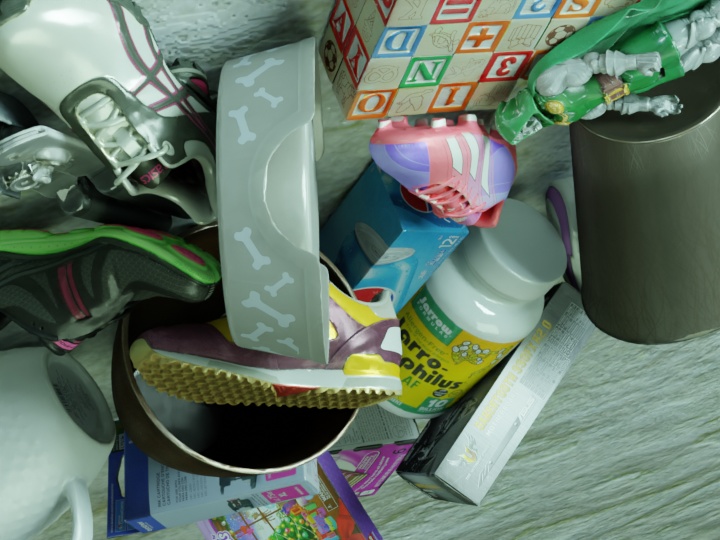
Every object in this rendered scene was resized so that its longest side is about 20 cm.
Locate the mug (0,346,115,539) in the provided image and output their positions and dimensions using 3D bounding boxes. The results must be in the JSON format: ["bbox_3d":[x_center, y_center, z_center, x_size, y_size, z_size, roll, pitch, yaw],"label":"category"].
[{"bbox_3d":[-0.274,0.163,1.030,0.175,0.200,0.148,-33,155,8],"label":"mug"}]

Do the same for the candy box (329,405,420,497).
[{"bbox_3d":[-0.056,0.189,1.364,0.200,0.061,0.136,-4,149,-27],"label":"candy box"}]

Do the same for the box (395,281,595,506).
[{"bbox_3d":[0.118,0.110,1.183,0.200,0.048,0.158,-55,-177,-11],"label":"box"}]

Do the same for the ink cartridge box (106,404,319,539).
[{"bbox_3d":[-0.136,0.153,1.158,0.200,0.119,0.042,-16,147,16],"label":"ink cartridge box"}]

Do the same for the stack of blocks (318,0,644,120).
[{"bbox_3d":[0.087,-0.159,0.844,0.200,0.059,0.115,-8,150,-23],"label":"stack of blocks"}]

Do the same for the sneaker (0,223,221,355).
[{"bbox_3d":[-0.177,0.014,0.886,0.200,0.084,0.077,-2,174,27],"label":"sneaker"}]

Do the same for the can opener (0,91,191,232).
[{"bbox_3d":[-0.171,-0.070,0.852,0.053,0.067,0.200,-28,164,16],"label":"can opener"}]

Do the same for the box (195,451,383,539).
[{"bbox_3d":[-0.089,0.201,1.236,0.137,0.200,0.039,-30,-173,17],"label":"box"}]

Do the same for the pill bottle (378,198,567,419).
[{"bbox_3d":[0.082,0.031,1.121,0.113,0.113,0.200,1,146,-34],"label":"pill bottle"}]

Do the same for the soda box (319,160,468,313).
[{"bbox_3d":[0.000,0.000,1.058,0.064,0.068,0.200,0,146,-33],"label":"soda box"}]

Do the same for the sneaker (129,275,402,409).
[{"bbox_3d":[-0.063,0.043,0.926,0.200,0.090,0.075,10,158,-31],"label":"sneaker"}]

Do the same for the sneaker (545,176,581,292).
[{"bbox_3d":[0.216,-0.024,1.150,0.100,0.075,0.200,-23,153,1],"label":"sneaker"}]

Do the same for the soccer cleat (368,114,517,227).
[{"bbox_3d":[0.062,-0.065,0.913,0.067,0.077,0.200,2,-176,21],"label":"soccer cleat"}]

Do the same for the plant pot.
[{"bbox_3d":[-0.117,0.081,1.041,0.187,0.187,0.200,-5,165,-26],"label":"plant pot"}]

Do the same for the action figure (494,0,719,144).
[{"bbox_3d":[0.176,-0.130,0.839,0.200,0.055,0.118,-24,155,13],"label":"action figure"}]

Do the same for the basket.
[{"bbox_3d":[0.223,-0.067,0.961,0.180,0.136,0.200,-31,138,-4],"label":"basket"}]

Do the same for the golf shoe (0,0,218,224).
[{"bbox_3d":[-0.137,-0.097,0.780,0.077,0.088,0.200,-30,149,20],"label":"golf shoe"}]

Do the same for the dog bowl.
[{"bbox_3d":[-0.051,-0.042,0.829,0.059,0.200,0.200,-2,151,-1],"label":"dog bowl"}]
